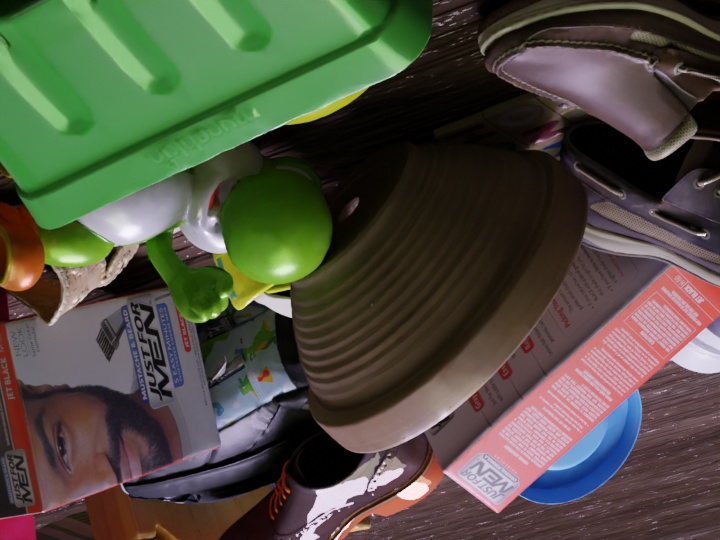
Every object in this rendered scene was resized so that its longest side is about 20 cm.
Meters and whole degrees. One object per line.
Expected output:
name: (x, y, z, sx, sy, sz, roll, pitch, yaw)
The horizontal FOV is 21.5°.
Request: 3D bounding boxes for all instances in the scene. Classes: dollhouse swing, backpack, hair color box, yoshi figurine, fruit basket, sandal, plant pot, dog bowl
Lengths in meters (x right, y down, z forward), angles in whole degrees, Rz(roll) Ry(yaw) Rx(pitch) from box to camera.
dollhouse swing: (-0.135, 0.172, 1.479, 0.198, 0.183, 0.176, 2, 145, -34)
backpack: (-0.085, 0.090, 1.317, 0.200, 0.154, 0.163, -40, 157, 16)
hair color box: (0.123, 0.041, 1.168, 0.200, 0.102, 0.061, -42, 127, 12)
yoshi figurine: (-0.094, -0.034, 0.993, 0.198, 0.113, 0.112, -1, 152, -34)
fruit basket: (-0.047, -0.104, 0.781, 0.213, 0.157, 0.216, 0, 146, 0)
sandal: (-0.190, -0.002, 1.079, 0.210, 0.070, 0.077, 4, 156, -36)
hair color box: (-0.168, 0.077, 1.158, 0.063, 0.112, 0.199, -11, -178, 28)
plant pot: (0.025, -0.006, 1.063, 0.093, 0.202, 0.200, 42, 137, -17)
dog bowl: (0.104, 0.072, 1.278, 0.112, 0.050, 0.200, -46, 119, 1)

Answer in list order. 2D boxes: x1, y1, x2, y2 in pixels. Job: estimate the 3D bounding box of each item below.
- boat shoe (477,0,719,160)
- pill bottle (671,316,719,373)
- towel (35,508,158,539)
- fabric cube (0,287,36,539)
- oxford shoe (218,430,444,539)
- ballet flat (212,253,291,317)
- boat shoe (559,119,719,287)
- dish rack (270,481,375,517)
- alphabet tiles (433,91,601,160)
boat shoe: (0.153, -0.097, 0.984, 0.200, 0.076, 0.075, 1, 158, -30)
pill bottle: (0.258, -0.013, 1.198, 0.110, 0.113, 0.200, -2, 154, -23)
towel: (-0.149, 0.210, 1.429, 0.151, 0.024, 0.200, 16, -167, 24)
fabric cube: (-0.330, 0.111, 1.129, 0.195, 0.202, 0.199, -21, 158, 26)
oxford shoe: (-0.037, 0.147, 1.265, 0.199, 0.072, 0.072, -37, 133, 24)
ballet flat: (0.000, 0.000, 1.190, 0.198, 0.068, 0.067, 0, 160, -29)
boat shoe: (0.196, -0.040, 1.063, 0.198, 0.075, 0.074, 9, 143, 27)
dish rack: (0.025, 0.117, 1.394, 0.198, 0.154, 0.055, -24, 119, -1)
alphabet tiles: (0.131, -0.072, 1.148, 0.166, 0.008, 0.199, -20, 159, 25)
